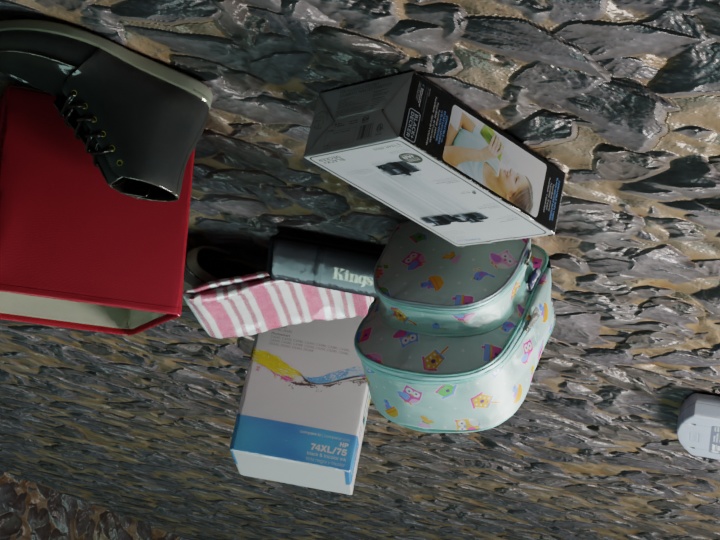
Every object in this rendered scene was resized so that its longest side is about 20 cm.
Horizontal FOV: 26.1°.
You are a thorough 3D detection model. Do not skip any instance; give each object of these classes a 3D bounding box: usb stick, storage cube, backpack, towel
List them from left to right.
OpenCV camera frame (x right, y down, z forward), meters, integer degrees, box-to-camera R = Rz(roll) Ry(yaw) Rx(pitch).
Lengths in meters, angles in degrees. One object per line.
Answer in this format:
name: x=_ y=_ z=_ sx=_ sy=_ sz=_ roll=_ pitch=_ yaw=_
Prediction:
storage cube: x=-0.259 y=-0.047 z=1.398 sx=0.200 sy=0.180 sz=0.171 roll=8 pitch=169 yaw=-22
towel: x=-0.088 y=0.035 z=1.719 sx=0.200 sy=0.030 sz=0.146 roll=-11 pitch=159 yaw=3
usb stick: x=0.000 y=0.000 z=1.624 sx=0.200 sy=0.056 sz=0.033 roll=11 pitch=-160 yaw=5
backpack: x=0.087 y=0.052 z=1.480 sx=0.176 sy=0.200 sz=0.153 roll=6 pitch=139 yaw=20

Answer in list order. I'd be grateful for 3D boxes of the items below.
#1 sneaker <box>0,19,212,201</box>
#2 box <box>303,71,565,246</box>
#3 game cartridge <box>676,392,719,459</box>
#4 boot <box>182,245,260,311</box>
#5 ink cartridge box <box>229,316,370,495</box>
sneaker: x=-0.227 y=-0.133 z=1.288 sx=0.200 sy=0.106 sz=0.075 roll=18 pitch=161 yaw=-15
box: x=0.065 y=-0.088 z=1.299 sx=0.200 sy=0.060 sz=0.117 roll=28 pitch=156 yaw=-38
game cartridge: x=0.463 y=0.199 z=1.932 sx=0.133 sy=0.042 sz=0.200 roll=12 pitch=163 yaw=15
boot: x=-0.214 y=0.004 z=1.740 sx=0.200 sy=0.070 sz=0.146 roll=11 pitch=160 yaw=-33
ink cartridge box: x=-0.062 y=0.149 z=1.870 sx=0.146 sy=0.200 sz=0.147 roll=10 pitch=162 yaw=4
